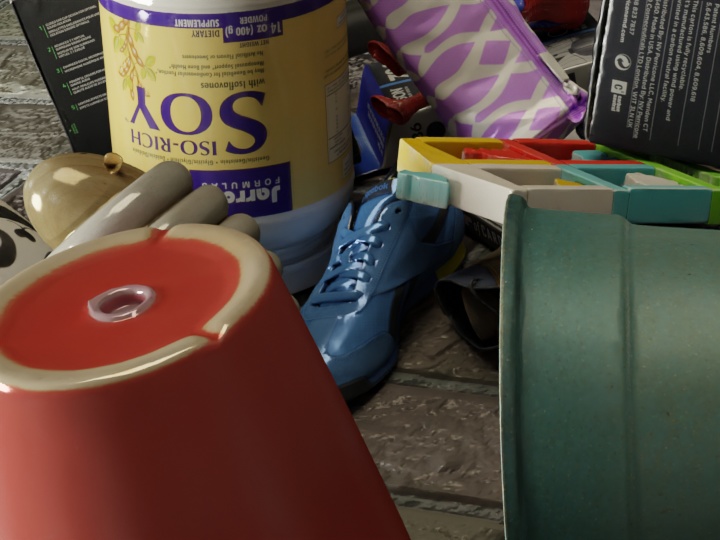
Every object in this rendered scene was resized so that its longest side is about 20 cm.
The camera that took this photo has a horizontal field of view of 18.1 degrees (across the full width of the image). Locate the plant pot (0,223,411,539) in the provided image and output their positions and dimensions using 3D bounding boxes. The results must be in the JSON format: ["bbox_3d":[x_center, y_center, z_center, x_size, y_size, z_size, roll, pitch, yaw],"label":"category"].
[{"bbox_3d":[-0.087,0.088,1.014,0.199,0.178,0.201,-11,26,6],"label":"plant pot"}]

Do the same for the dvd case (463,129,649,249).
[{"bbox_3d":[0.151,-0.067,1.364,0.199,0.025,0.150,-25,28,-18],"label":"dvd case"}]

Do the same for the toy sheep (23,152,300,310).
[{"bbox_3d":[-0.100,0.021,1.160,0.138,0.200,0.138,-38,7,5],"label":"toy sheep"}]

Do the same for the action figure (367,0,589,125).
[{"bbox_3d":[0.074,-0.175,1.471,0.199,0.066,0.099,-28,47,-27],"label":"action figure"}]

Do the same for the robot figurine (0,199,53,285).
[{"bbox_3d":[-0.240,0.008,1.301,0.150,0.126,0.200,-25,28,-19],"label":"robot figurine"}]

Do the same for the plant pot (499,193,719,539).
[{"bbox_3d":[0.161,0.067,0.938,0.194,0.202,0.201,-1,28,7],"label":"plant pot"}]

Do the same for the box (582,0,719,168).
[{"bbox_3d":[0.239,-0.124,1.265,0.198,0.105,0.148,13,25,12],"label":"box"}]

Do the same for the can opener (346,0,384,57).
[{"bbox_3d":[-0.022,-0.149,1.591,0.053,0.067,0.199,11,23,41],"label":"can opener"}]

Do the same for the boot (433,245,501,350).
[{"bbox_3d":[0.103,0.025,1.174,0.096,0.075,0.200,-26,17,-2],"label":"boot"}]

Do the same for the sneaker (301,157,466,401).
[{"bbox_3d":[0.000,0.000,1.254,0.065,0.079,0.200,3,33,27],"label":"sneaker"}]

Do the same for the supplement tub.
[{"bbox_3d":[-0.076,-0.097,1.318,0.144,0.201,0.146,-2,24,1],"label":"supplement tub"}]

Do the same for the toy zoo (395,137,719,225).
[{"bbox_3d":[0.108,-0.048,1.209,0.199,0.021,0.131,-1,15,-25],"label":"toy zoo"}]

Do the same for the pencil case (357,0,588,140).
[{"bbox_3d":[0.057,-0.147,1.327,0.084,0.200,0.085,-35,-4,-37],"label":"pencil case"}]

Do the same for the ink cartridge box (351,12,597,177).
[{"bbox_3d":[0.070,-0.119,1.489,0.199,0.039,0.100,-17,28,-4],"label":"ink cartridge box"}]

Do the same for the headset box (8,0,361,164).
[{"bbox_3d":[-0.115,-0.139,1.424,0.173,0.201,0.093,-22,27,-2],"label":"headset box"}]
